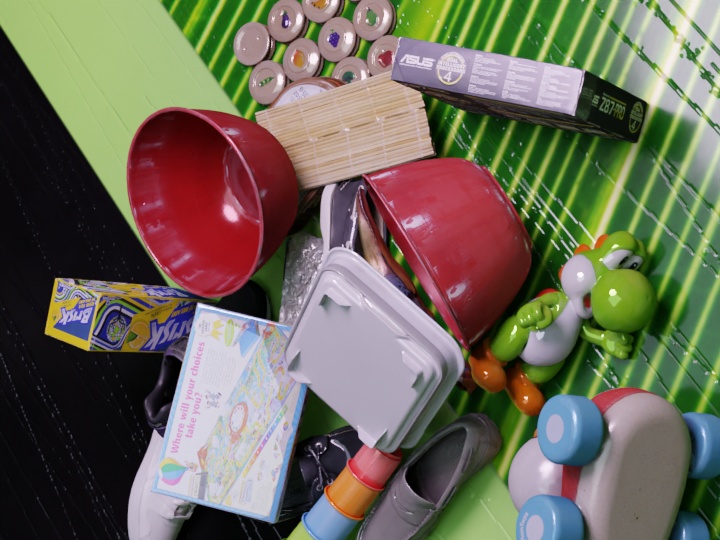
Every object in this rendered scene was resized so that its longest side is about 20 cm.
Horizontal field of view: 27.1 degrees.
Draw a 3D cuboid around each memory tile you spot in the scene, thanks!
[{"bbox_3d":[-0.045,-0.241,1.633,0.199,0.017,0.154,-27,73,28],"label":"memory tile"}]

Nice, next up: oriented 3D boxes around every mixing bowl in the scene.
[{"bbox_3d":[-0.138,-0.084,1.554,0.200,0.108,0.201,19,120,36],"label":"mixing bowl"},{"bbox_3d":[0.097,-0.033,1.447,0.108,0.200,0.201,-31,69,0],"label":"mixing bowl"}]

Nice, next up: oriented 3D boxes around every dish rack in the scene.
[{"bbox_3d":[0.001,0.087,1.426,0.172,0.044,0.200,42,143,11],"label":"dish rack"}]

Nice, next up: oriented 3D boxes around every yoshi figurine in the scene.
[{"bbox_3d":[0.203,0.054,1.415,0.112,0.112,0.200,45,107,9],"label":"yoshi figurine"}]

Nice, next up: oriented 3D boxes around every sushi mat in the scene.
[{"bbox_3d":[-0.017,-0.144,1.558,0.199,0.012,0.096,-13,88,29],"label":"sushi mat"}]

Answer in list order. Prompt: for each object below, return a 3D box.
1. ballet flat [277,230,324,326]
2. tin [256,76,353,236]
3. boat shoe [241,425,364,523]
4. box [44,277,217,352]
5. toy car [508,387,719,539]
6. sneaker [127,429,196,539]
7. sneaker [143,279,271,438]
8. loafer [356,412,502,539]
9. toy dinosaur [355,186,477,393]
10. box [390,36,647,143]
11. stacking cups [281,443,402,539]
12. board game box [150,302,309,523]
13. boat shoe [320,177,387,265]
[{"bbox_3d":[-0.063,0.059,1.597,0.071,0.072,0.201,11,93,32],"label":"ballet flat"},{"bbox_3d":[-0.074,-0.122,1.620,0.112,0.042,0.200,49,114,21],"label":"tin"},{"bbox_3d":[-0.053,0.214,1.576,0.199,0.066,0.075,-25,73,28],"label":"boat shoe"},{"bbox_3d":[-0.246,0.051,1.628,0.070,0.200,0.065,17,96,32],"label":"box"},{"bbox_3d":[0.203,0.184,1.389,0.200,0.184,0.178,16,95,60],"label":"toy car"},{"bbox_3d":[-0.185,0.237,1.652,0.115,0.074,0.201,17,94,34],"label":"sneaker"},{"bbox_3d":[-0.165,0.091,1.612,0.075,0.088,0.201,14,70,31],"label":"sneaker"},{"bbox_3d":[0.059,0.219,1.503,0.070,0.070,0.200,47,109,27],"label":"loafer"},{"bbox_3d":[0.052,0.041,1.489,0.201,0.181,0.105,-68,15,-6],"label":"toy dinosaur"},{"bbox_3d":[0.151,-0.170,1.423,0.199,0.161,0.049,16,95,32],"label":"box"},{"bbox_3d":[-0.026,0.255,1.536,0.061,0.060,0.200,45,105,26],"label":"stacking cups"},{"bbox_3d":[-0.127,0.147,1.544,0.134,0.034,0.201,14,86,5],"label":"board game box"},{"bbox_3d":[0.000,0.000,1.559,0.060,0.074,0.201,-10,73,35],"label":"boat shoe"}]
